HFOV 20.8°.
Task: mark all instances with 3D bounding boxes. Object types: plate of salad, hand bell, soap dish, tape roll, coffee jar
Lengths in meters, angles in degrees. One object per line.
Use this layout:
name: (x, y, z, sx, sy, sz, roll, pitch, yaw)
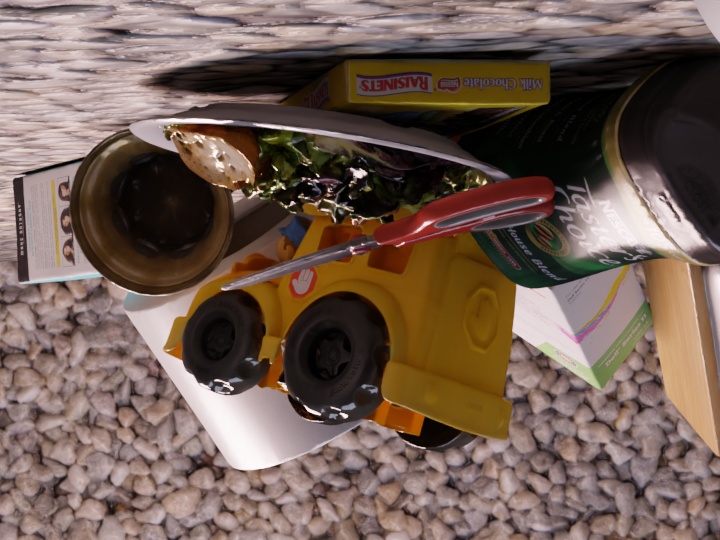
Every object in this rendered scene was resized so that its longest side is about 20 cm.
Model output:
plate of salad: (-0.021, -0.049, 1.012, 0.200, 0.048, 0.200, 7, 175, 1)
hand bell: (-0.106, -0.054, 1.279, 0.104, 0.104, 0.200, -3, -170, 13)
soap dish: (0.263, 0.005, 1.328, 0.081, 0.200, 0.157, 26, -122, 37)
tape roll: (-0.045, 0.025, 1.372, 0.203, 0.139, 0.203, -30, -166, 9)
coffee jar: (0.138, -0.049, 1.038, 0.085, 0.104, 0.200, -44, -163, -27)

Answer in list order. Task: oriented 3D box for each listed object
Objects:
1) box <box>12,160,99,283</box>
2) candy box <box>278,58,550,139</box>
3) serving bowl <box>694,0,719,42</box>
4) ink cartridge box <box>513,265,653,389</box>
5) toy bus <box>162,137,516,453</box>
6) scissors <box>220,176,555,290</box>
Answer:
box: (-0.193, -0.036, 1.423, 0.049, 0.082, 0.200, -3, 179, -30)
candy box: (0.020, -0.086, 1.025, 0.102, 0.026, 0.200, 1, 178, -12)
serving bowl: (0.203, -0.086, 0.624, 0.200, 0.066, 0.200, -4, 178, 0)
ink cartridge box: (0.115, -0.014, 1.290, 0.117, 0.067, 0.200, 35, 169, 30)
toy bus: (0.000, 0.000, 1.182, 0.200, 0.192, 0.136, 8, 173, 38)
scissors: (0.007, -0.018, 1.017, 0.200, 0.014, 0.073, -12, 171, 16)
